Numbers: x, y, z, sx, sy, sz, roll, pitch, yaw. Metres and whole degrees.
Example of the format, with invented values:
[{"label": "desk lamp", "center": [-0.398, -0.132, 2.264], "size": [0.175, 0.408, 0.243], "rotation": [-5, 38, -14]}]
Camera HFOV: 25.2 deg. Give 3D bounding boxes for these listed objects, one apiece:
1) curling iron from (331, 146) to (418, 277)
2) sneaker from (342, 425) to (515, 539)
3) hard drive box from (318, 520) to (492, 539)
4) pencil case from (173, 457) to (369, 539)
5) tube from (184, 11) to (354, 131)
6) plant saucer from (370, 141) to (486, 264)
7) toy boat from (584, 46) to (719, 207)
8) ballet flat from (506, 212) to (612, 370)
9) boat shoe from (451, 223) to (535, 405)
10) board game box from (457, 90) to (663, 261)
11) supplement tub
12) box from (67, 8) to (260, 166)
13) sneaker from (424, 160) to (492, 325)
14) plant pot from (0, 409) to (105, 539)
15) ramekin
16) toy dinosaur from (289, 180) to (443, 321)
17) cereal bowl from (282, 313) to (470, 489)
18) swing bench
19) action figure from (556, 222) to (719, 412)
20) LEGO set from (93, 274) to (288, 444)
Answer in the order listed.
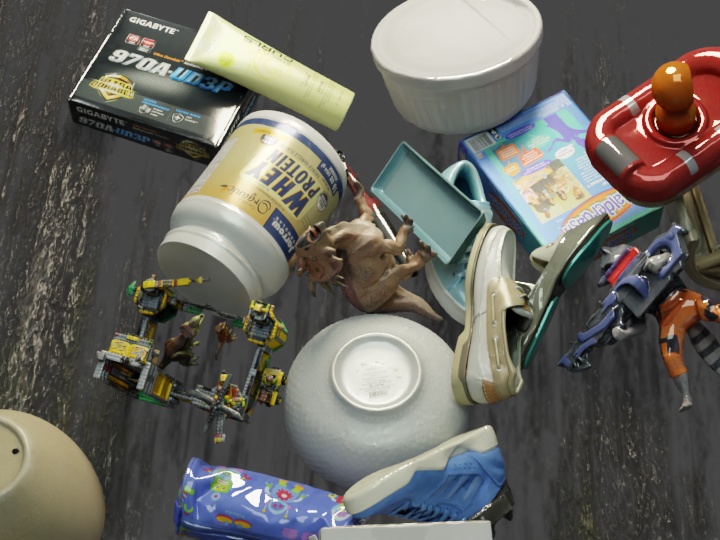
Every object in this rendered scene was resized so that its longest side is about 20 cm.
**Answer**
[{"label": "curling iron", "center": [0.008, -0.065, 1.835], "size": [0.049, 0.026, 0.201], "rotation": [-2, 50, -48]}, {"label": "sneaker", "center": [0.076, 0.232, 1.569], "size": [0.199, 0.076, 0.112], "rotation": [-17, 85, -45]}, {"label": "hard drive box", "center": [0.041, 0.308, 1.479], "size": [0.154, 0.201, 0.077], "rotation": [-3, 55, -1]}, {"label": "pencil case", "center": [-0.088, 0.245, 1.594], "size": [0.198, 0.079, 0.087], "rotation": [12, 23, 10]}, {"label": "tube", "center": [-0.104, -0.230, 1.896], "size": [0.199, 0.052, 0.058], "rotation": [27, 19, -6]}, {"label": "plant saucer", "center": [0.075, -0.075, 1.782], "size": [0.070, 0.019, 0.200], "rotation": [-56, 35, 10]}, {"label": "toy boat", "center": [0.334, -0.170, 1.704], "size": [0.199, 0.131, 0.131], "rotation": [-34, 58, -12]}, {"label": "ballet flat", "center": [0.196, 0.013, 1.730], "size": [0.063, 0.067, 0.201], "rotation": [29, 83, 19]}, {"label": "boat shoe", "center": [0.147, 0.045, 1.673], "size": [0.068, 0.075, 0.202], "rotation": [-3, 65, 28]}, {"label": "board game box", "center": [0.226, -0.099, 1.847], "size": [0.151, 0.045, 0.201], "rotation": [-26, 59, -16]}, {"label": "supplement tub", "center": [-0.119, -0.060, 1.764], "size": [0.144, 0.145, 0.201], "rotation": [24, 59, 16]}, {"label": "box", "center": [-0.227, -0.220, 1.933], "size": [0.198, 0.046, 0.160], "rotation": [18, 57, 12]}, {"label": "sneaker", "center": [0.113, -0.035, 1.774], "size": [0.073, 0.082, 0.201], "rotation": [3, 53, -23]}, {"label": "plant pot", "center": [-0.360, 0.216, 1.585], "size": [0.198, 0.135, 0.202], "rotation": [-1, 56, 1]}, {"label": "ramekin", "center": [0.118, -0.243, 1.893], "size": [0.200, 0.095, 0.203], "rotation": [-8, 40, 6]}, {"label": "toy dinosaur", "center": [0.000, 0.000, 1.716], "size": [0.136, 0.200, 0.086], "rotation": [-46, 30, -16]}, {"label": "cereal bowl", "center": [0.017, 0.125, 1.675], "size": [0.198, 0.084, 0.201], "rotation": [0, 55, 0]}, {"label": "swing bench", "center": [0.427, -0.094, 1.796], "size": [0.198, 0.130, 0.200], "rotation": [-10, 56, 3]}, {"label": "action figure", "center": [0.311, 0.057, 1.719], "size": [0.200, 0.104, 0.194], "rotation": [-44, 67, 20]}, {"label": "LEGO set", "center": [-0.179, 0.078, 1.656], "size": [0.199, 0.116, 0.155], "rotation": [22, 80, 20]}]
